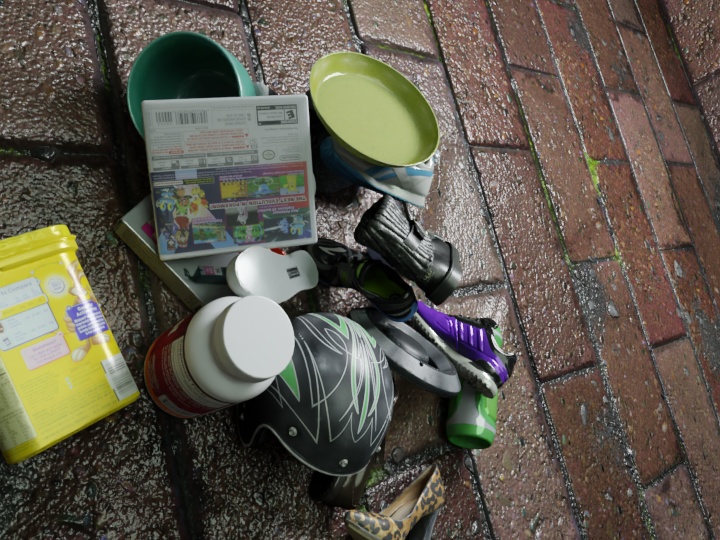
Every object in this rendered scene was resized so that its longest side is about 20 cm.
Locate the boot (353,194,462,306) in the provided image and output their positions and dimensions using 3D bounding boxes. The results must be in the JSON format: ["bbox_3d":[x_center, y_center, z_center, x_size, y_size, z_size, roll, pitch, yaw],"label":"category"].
[{"bbox_3d":[0.068,-0.041,0.915,0.157,0.080,0.211,38,8,-6],"label":"boot"}]

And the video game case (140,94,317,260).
[{"bbox_3d":[-0.154,-0.115,0.757,0.196,0.023,0.186,-7,102,-18],"label":"video game case"}]

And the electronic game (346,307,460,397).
[{"bbox_3d":[0.064,0.118,0.915,0.198,0.200,0.042,30,101,-28],"label":"electronic game"}]

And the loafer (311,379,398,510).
[{"bbox_3d":[0.003,0.243,0.874,0.071,0.072,0.202,44,60,-22],"label":"loafer"}]

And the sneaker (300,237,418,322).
[{"bbox_3d":[0.000,0.000,0.913,0.197,0.083,0.071,30,65,18],"label":"sneaker"}]

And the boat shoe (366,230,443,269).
[{"bbox_3d":[0.077,-0.045,1.056,0.198,0.072,0.072,17,52,-46],"label":"boat shoe"}]

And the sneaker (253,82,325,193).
[{"bbox_3d":[-0.087,-0.176,0.874,0.113,0.075,0.202,1,55,-49],"label":"sneaker"}]

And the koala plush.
[{"bbox_3d":[0.014,-0.196,0.998,0.197,0.176,0.188,13,76,-36],"label":"koala plush"}]

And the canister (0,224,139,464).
[{"bbox_3d":[-0.334,0.073,0.640,0.147,0.086,0.203,-26,92,-43],"label":"canister"}]

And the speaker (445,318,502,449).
[{"bbox_3d":[0.192,0.188,1.040,0.088,0.088,0.203,29,56,-27],"label":"speaker"}]

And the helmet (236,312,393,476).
[{"bbox_3d":[-0.049,0.153,0.775,0.197,0.189,0.204,17,62,-34],"label":"helmet"}]

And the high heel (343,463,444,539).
[{"bbox_3d":[0.049,0.318,0.869,0.200,0.070,0.145,43,55,-40],"label":"high heel"}]

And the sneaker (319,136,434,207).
[{"bbox_3d":[0.025,-0.156,0.882,0.198,0.076,0.082,17,94,-42],"label":"sneaker"}]

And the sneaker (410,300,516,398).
[{"bbox_3d":[0.168,0.106,1.004,0.099,0.070,0.200,-42,66,-14],"label":"sneaker"}]

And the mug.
[{"bbox_3d":[-0.208,-0.204,0.817,0.114,0.149,0.189,-55,130,-82],"label":"mug"}]

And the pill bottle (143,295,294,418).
[{"bbox_3d":[-0.160,0.097,0.700,0.111,0.199,0.115,16,62,-34],"label":"pill bottle"}]

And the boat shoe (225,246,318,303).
[{"bbox_3d":[-0.119,0.015,0.779,0.199,0.063,0.072,-2,72,-70],"label":"boat shoe"}]

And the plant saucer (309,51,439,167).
[{"bbox_3d":[0.016,-0.212,0.841,0.197,0.031,0.203,16,51,-21],"label":"plant saucer"}]

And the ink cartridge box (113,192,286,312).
[{"bbox_3d":[-0.196,-0.039,0.831,0.200,0.043,0.174,48,50,-15],"label":"ink cartridge box"}]
